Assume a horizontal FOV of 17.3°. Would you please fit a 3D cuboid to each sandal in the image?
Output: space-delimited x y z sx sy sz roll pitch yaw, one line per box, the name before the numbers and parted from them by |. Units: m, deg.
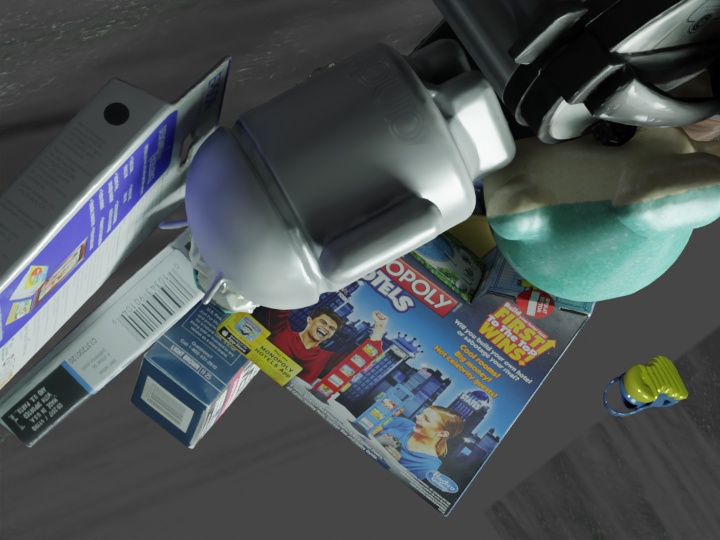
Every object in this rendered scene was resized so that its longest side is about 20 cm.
sandal | 0.438 0.184 3.667 0.087 0.080 0.200 -36 160 28

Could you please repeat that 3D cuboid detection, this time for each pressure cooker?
pressure cooker | 0.132 -0.164 1.289 0.176 0.200 0.179 -30 167 -10

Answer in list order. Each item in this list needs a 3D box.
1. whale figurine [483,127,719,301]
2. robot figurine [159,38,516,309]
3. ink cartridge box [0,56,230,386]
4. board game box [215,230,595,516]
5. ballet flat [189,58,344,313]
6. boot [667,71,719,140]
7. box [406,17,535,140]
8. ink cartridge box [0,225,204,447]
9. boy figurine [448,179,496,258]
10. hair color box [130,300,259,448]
whale figurine | 0.150 -0.031 1.357 0.159 0.104 0.200 -12 -171 -17
robot figurine | -0.015 -0.052 1.336 0.200 0.170 0.113 -30 125 -5
ink cartridge box | -0.160 -0.031 1.356 0.200 0.043 0.198 -46 173 -19
board game box | 0.048 0.032 1.490 0.200 0.200 0.062 -41 -164 36
ballet flat | -0.047 -0.061 1.440 0.072 0.072 0.200 -46 -167 46
boot | 0.159 -0.069 1.523 0.200 0.064 0.186 -36 164 26
box | 0.119 -0.116 1.632 0.200 0.117 0.197 -19 161 -50
ink cartridge box | -0.127 0.011 1.544 0.198 0.043 0.200 -41 -175 33
boy figurine | 0.077 -0.017 1.532 0.124 0.200 0.064 -8 -153 38
hair color box | -0.074 0.023 1.669 0.200 0.061 0.100 -50 175 -23
